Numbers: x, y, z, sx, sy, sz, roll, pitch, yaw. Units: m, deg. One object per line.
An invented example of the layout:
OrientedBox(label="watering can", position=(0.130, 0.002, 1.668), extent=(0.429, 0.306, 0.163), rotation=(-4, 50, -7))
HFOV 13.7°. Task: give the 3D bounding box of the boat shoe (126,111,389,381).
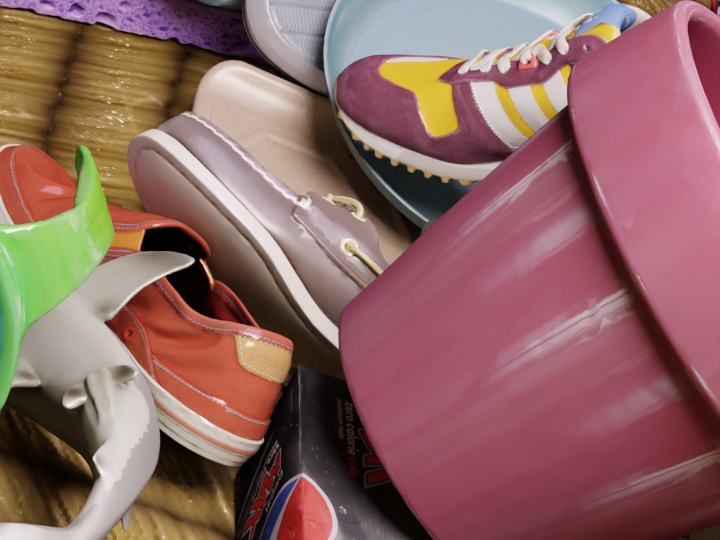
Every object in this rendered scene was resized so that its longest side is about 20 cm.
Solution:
OrientedBox(label="boat shoe", position=(-0.014, 0.006, 1.251), extent=(0.200, 0.072, 0.060), rotation=(46, 65, -5))

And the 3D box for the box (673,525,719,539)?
OrientedBox(label="box", position=(0.204, 0.154, 1.232), extent=(0.184, 0.105, 0.200), rotation=(17, 31, -22))

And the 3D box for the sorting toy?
OrientedBox(label="sorting toy", position=(0.000, 0.000, 1.365), extent=(0.185, 0.037, 0.200), rotation=(23, 35, -12))

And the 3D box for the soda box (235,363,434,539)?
OrientedBox(label="soda box", position=(-0.006, 0.125, 1.132), extent=(0.071, 0.063, 0.200), rotation=(21, 30, -16))

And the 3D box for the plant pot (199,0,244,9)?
OrientedBox(label="plant pot", position=(-0.069, -0.242, 1.467), extent=(0.196, 0.196, 0.200), rotation=(29, 39, -3))

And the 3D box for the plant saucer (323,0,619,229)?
OrientedBox(label="plant saucer", position=(0.072, -0.073, 1.425), extent=(0.200, 0.027, 0.200), rotation=(13, 51, -17))

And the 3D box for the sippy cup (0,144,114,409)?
OrientedBox(label="sippy cup", position=(-0.188, -0.003, 1.083), extent=(0.177, 0.140, 0.130), rotation=(19, 19, -12))

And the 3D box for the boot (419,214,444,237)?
OrientedBox(label="boot", position=(0.140, 0.018, 1.292), extent=(0.200, 0.150, 0.073), rotation=(48, 25, -18))

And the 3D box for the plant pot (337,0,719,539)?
OrientedBox(label="plant pot", position=(0.099, 0.025, 1.143), extent=(0.200, 0.179, 0.200), rotation=(52, 18, -25))

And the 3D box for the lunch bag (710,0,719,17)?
OrientedBox(label="lunch bag", position=(0.239, -0.069, 1.539), extent=(0.176, 0.082, 0.200), rotation=(-75, 145, -65))

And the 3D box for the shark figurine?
OrientedBox(label="shark figurine", position=(-0.104, 0.072, 1.123), extent=(0.128, 0.090, 0.215), rotation=(-17, 35, -9))

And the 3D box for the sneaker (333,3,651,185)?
OrientedBox(label="sneaker", position=(0.087, -0.084, 1.329), extent=(0.200, 0.090, 0.075), rotation=(13, 33, 11))

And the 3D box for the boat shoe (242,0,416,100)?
OrientedBox(label="boat shoe", position=(0.007, -0.102, 1.489), extent=(0.200, 0.067, 0.074), rotation=(15, 66, -43))

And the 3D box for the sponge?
OrientedBox(label="sponge", position=(-0.121, -0.161, 1.504), extent=(0.200, 0.030, 0.112), rotation=(11, 35, -31))

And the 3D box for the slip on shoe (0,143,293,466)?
OrientedBox(label="slip on shoe", position=(-0.091, 0.002, 1.228), extent=(0.074, 0.061, 0.200), rotation=(22, 16, -47))
